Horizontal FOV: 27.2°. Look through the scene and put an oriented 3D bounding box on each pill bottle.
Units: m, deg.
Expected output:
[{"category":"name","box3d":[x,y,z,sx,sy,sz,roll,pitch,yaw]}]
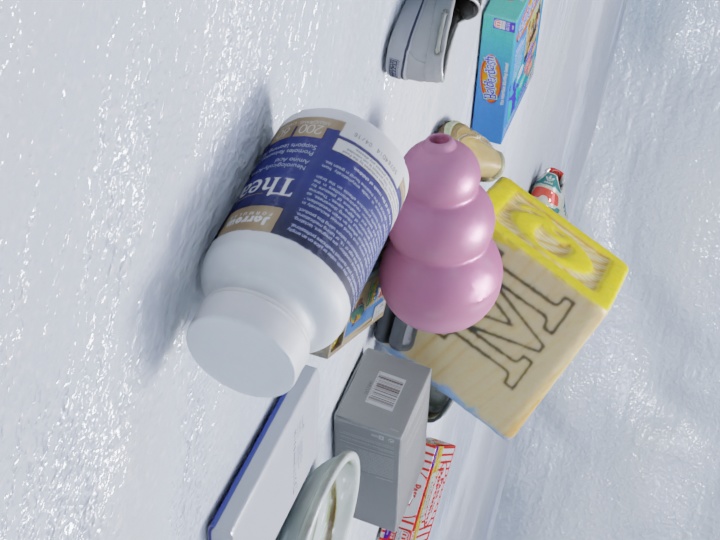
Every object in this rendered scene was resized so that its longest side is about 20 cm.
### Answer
[{"category":"pill bottle","box3d":[-0.047,-0.012,1.059,0.111,0.110,0.201,91,20,-50]}]

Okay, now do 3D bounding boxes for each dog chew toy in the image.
[{"category":"dog chew toy","box3d":[0.077,-0.039,1.446,0.125,0.124,0.201,-57,150,-51]}]

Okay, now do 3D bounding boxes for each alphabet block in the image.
[{"category":"alphabet block","box3d":[0.170,0.039,1.740,0.201,0.196,0.195,-56,176,24]}]

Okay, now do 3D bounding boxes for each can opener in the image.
[{"category":"can opener","box3d":[0.049,-0.010,1.643,0.066,0.053,0.201,-2,110,-40]}]

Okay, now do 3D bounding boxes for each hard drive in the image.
[{"category":"hard drive","box3d":[-0.085,0.199,1.348,0.200,0.025,0.133,-62,162,-44]}]

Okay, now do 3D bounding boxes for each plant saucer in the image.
[{"category":"plant saucer","box3d":[-0.056,0.274,1.512,0.200,0.050,0.202,16,90,-78]}]

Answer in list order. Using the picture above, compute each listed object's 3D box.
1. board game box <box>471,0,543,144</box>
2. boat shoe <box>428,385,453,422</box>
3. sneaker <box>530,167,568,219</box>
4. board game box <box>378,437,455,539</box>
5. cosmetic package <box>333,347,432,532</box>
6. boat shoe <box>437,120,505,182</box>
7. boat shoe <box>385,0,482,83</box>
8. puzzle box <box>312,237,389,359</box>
[{"category":"board game box","box3d":[0.189,-0.285,1.880,0.201,0.045,0.153,93,19,-47]},{"category":"boat shoe","box3d":[0.120,0.115,2.012,0.060,0.075,0.201,-61,162,-63]},{"category":"sneaker","box3d":[0.350,-0.135,2.689,0.094,0.070,0.200,-69,165,6]},{"category":"board game box","box3d":[0.085,0.322,2.179,0.200,0.046,0.153,26,81,-77]},{"category":"cosmetic package","box3d":[0.024,0.195,1.685,0.201,0.090,0.107,96,16,-49]},{"category":"boat shoe","box3d":[0.136,-0.135,1.764,0.200,0.076,0.072,-15,121,-75]},{"category":"boat shoe","box3d":[0.085,-0.263,1.414,0.072,0.065,0.201,84,25,-58]},{"category":"puzzle box","box3d":[0.000,0.000,1.469,0.200,0.025,0.134,-34,138,-70]}]
